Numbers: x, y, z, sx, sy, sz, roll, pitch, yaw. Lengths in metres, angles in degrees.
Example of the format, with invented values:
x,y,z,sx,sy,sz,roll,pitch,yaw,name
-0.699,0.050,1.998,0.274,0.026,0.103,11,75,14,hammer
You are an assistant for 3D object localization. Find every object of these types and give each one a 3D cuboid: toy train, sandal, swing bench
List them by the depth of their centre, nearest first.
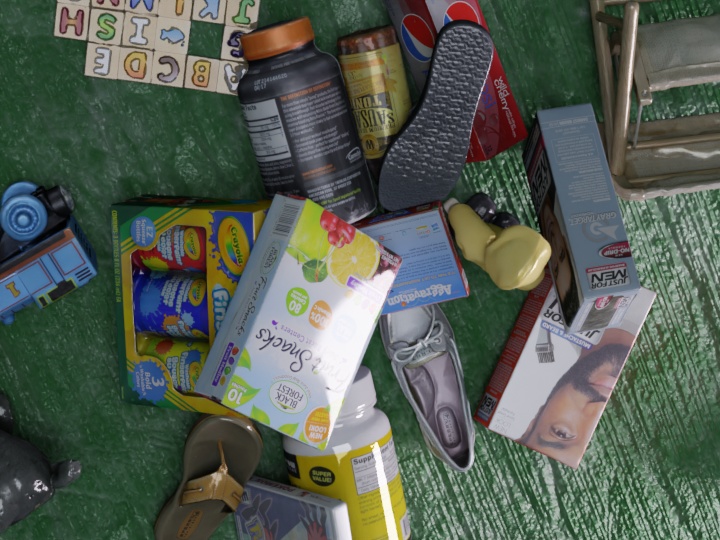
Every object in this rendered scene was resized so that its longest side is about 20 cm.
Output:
x,y,z,sx,sy,sz,roll,pitch,yaw,name
0.077,-0.145,1.476,0.075,0.043,0.202,21,110,-10,sandal
-0.355,-0.003,1.491,0.199,0.087,0.115,-30,109,-2,toy train
0.343,-0.184,1.538,0.196,0.130,0.203,-6,106,-7,swing bench
-0.153,0.224,1.540,0.080,0.054,0.201,16,121,-21,sandal

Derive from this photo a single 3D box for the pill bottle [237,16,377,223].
x,y,z,sx,sy,sz,roll,pitch,yaw,name
-0.058,-0.142,1.495,0.105,0.106,0.202,-16,102,-5,pill bottle

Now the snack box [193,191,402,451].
x,y,z,sx,sy,sz,roll,pitch,yaw,name
-0.055,0.049,1.427,0.142,0.053,0.202,30,79,-40,snack box

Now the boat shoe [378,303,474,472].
x,y,z,sx,sy,sz,roll,pitch,yaw,name
0.074,0.109,1.580,0.074,0.065,0.204,-18,102,-4,boat shoe

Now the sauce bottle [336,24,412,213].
x,y,z,sx,sy,sz,roll,pitch,yaw,name
0.026,-0.140,1.529,0.065,0.066,0.202,-15,101,-5,sauce bottle

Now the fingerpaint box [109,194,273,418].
x,y,z,sx,sy,sz,roll,pitch,yaw,name
-0.154,0.033,1.490,0.165,0.073,0.203,5,103,25,fingerpaint box

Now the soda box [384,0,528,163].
x,y,z,sx,sy,sz,roll,pitch,yaw,name
0.092,-0.209,1.515,0.063,0.070,0.202,-30,105,-30,soda box

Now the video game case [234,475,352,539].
x,y,z,sx,sy,sz,roll,pitch,yaw,name
-0.062,0.315,1.547,0.023,0.181,0.203,-16,104,-37,video game case

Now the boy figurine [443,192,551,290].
x,y,z,sx,sy,sz,roll,pitch,yaw,name
0.133,-0.028,1.496,0.124,0.200,0.065,38,94,-9,boy figurine

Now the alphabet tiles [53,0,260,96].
x,y,z,sx,sy,sz,roll,pitch,yaw,name
-0.197,-0.267,1.504,0.197,0.008,0.169,6,99,-10,alphabet tiles

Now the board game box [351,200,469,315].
x,y,z,sx,sy,sz,roll,pitch,yaw,name
0.000,0.000,1.527,0.198,0.020,0.104,-13,117,15,board game box

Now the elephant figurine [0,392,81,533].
x,y,z,sx,sy,sz,roll,pitch,yaw,name
-0.401,0.171,1.500,0.155,0.141,0.201,-34,87,-30,elephant figurine

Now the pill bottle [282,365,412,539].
x,y,z,sx,sy,sz,roll,pitch,yaw,name
-0.017,0.206,1.560,0.113,0.114,0.202,-12,101,-6,pill bottle

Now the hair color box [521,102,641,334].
x,y,z,sx,sy,sz,roll,pitch,yaw,name
0.215,-0.050,1.508,0.060,0.099,0.202,-9,68,-7,hair color box

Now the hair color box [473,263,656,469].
x,y,z,sx,sy,sz,roll,pitch,yaw,name
0.211,0.089,1.588,0.110,0.064,0.202,24,91,-12,hair color box
